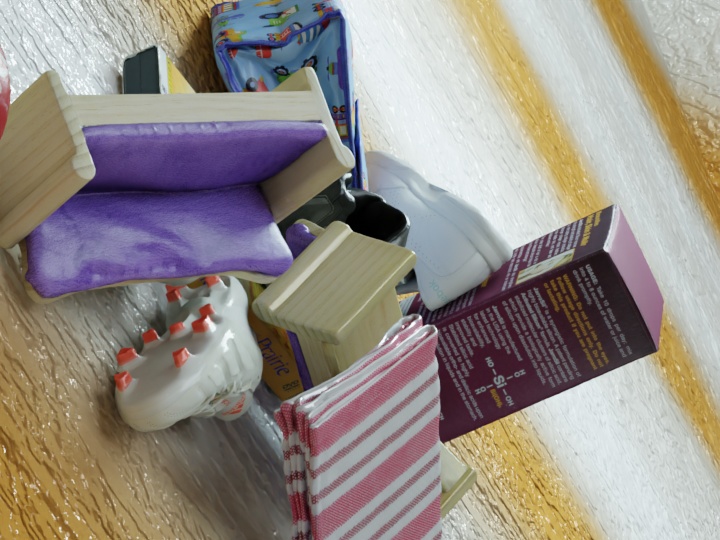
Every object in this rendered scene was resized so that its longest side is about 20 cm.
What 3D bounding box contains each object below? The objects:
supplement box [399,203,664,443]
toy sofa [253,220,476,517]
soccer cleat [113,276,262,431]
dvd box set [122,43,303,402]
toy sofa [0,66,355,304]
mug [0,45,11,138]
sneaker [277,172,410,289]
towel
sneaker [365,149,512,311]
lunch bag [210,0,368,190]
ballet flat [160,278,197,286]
[{"bbox_3d":[0.109,0.042,1.944,0.086,0.199,0.110,62,16,-12],"label":"supplement box"},{"bbox_3d":[-0.007,0.072,1.666,0.083,0.097,0.201,-46,138,-32],"label":"toy sofa"},{"bbox_3d":[-0.088,0.057,1.540,0.200,0.069,0.078,-69,136,-72],"label":"soccer cleat"},{"bbox_3d":[-0.087,-0.028,1.721,0.200,0.029,0.147,53,21,-41],"label":"dvd box set"},{"bbox_3d":[-0.100,-0.049,1.470,0.199,0.083,0.098,-4,67,-44],"label":"toy sofa"},{"bbox_3d":[-0.243,-0.117,1.171,0.200,0.133,0.178,34,37,-68],"label":"mug"},{"bbox_3d":[0.000,0.000,1.744,0.200,0.090,0.067,50,24,-49],"label":"sneaker"},{"bbox_3d":[0.002,0.141,1.578,0.146,0.030,0.201,-34,129,-52],"label":"towel"},{"bbox_3d":[0.025,-0.025,1.982,0.075,0.089,0.200,49,-9,-29],"label":"sneaker"},{"bbox_3d":[-0.033,-0.087,1.883,0.151,0.094,0.201,-104,178,-73],"label":"lunch bag"},{"bbox_3d":[-0.095,-0.030,1.579,0.200,0.068,0.069,-23,132,-44],"label":"ballet flat"}]
